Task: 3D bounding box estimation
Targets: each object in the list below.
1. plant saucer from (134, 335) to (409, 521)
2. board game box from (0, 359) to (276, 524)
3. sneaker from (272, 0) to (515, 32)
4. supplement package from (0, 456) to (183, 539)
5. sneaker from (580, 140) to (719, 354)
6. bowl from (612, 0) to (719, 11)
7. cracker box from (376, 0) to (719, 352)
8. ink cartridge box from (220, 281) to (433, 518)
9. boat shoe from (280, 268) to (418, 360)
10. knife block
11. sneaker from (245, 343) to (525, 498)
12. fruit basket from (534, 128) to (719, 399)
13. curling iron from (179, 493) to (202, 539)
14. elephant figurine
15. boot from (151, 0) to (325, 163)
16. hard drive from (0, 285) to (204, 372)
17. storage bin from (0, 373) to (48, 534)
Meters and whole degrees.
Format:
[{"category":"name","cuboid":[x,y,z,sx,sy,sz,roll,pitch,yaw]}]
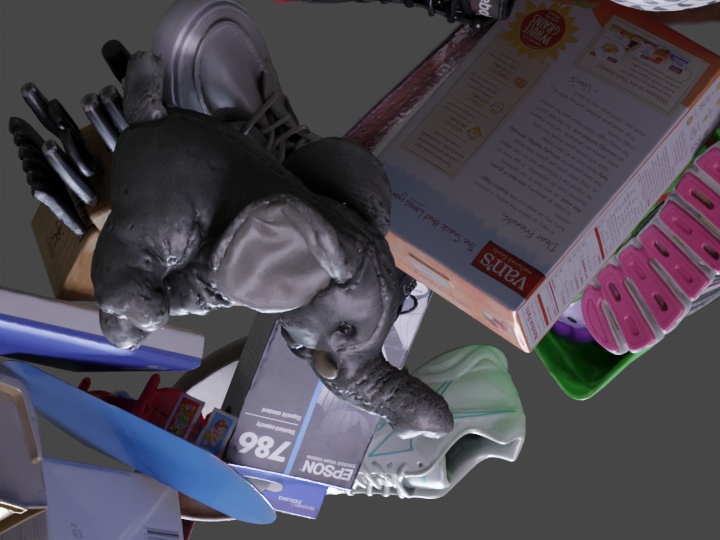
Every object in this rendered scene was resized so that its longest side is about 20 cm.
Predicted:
[{"category":"plant saucer","cuboid":[-0.064,0.097,1.888,0.200,0.037,0.201,-18,145,-13]},{"category":"board game box","cuboid":[-0.133,0.095,1.751,0.039,0.200,0.158,-61,164,-16]},{"category":"sneaker","cuboid":[0.036,-0.176,1.521,0.200,0.098,0.071,-14,147,-11]},{"category":"supplement package","cuboid":[-0.223,0.219,1.849,0.120,0.122,0.200,14,149,-43]},{"category":"sneaker","cuboid":[0.216,-0.031,1.653,0.200,0.074,0.087,-45,177,28]},{"category":"bowl","cuboid":[0.130,-0.206,1.451,0.094,0.201,0.200,-34,145,29]},{"category":"cracker box","cuboid":[0.104,-0.068,1.605,0.200,0.134,0.058,-48,152,-15]},{"category":"ink cartridge box","cuboid":[-0.032,0.076,1.797,0.099,0.039,0.201,13,111,-23]},{"category":"boat shoe","cuboid":[0.000,0.000,1.696,0.074,0.200,0.062,10,113,17]},{"category":"knife block","cuboid":[-0.115,-0.059,1.622,0.199,0.064,0.176,3,139,-32]},{"category":"sneaker","cuboid":[0.018,0.120,1.871,0.200,0.080,0.070,-22,148,-3]},{"category":"fruit basket","cuboid":[0.154,-0.030,1.764,0.215,0.156,0.216,-30,161,-12]},{"category":"curling iron","cuboid":[-0.154,0.227,1.912,0.025,0.201,0.050,2,151,39]},{"category":"elephant figurine","cuboid":[-0.038,-0.010,1.516,0.199,0.142,0.155,9,153,10]},{"category":"boot","cuboid":[-0.049,-0.084,1.583,0.074,0.095,0.200,-51,153,-11]},{"category":"hard drive","cuboid":[-0.212,0.032,1.663,0.200,0.025,0.132,15,168,-43]},{"category":"storage bin","cuboid":[-0.328,0.127,1.694,0.200,0.094,0.198,-29,148,28]}]
